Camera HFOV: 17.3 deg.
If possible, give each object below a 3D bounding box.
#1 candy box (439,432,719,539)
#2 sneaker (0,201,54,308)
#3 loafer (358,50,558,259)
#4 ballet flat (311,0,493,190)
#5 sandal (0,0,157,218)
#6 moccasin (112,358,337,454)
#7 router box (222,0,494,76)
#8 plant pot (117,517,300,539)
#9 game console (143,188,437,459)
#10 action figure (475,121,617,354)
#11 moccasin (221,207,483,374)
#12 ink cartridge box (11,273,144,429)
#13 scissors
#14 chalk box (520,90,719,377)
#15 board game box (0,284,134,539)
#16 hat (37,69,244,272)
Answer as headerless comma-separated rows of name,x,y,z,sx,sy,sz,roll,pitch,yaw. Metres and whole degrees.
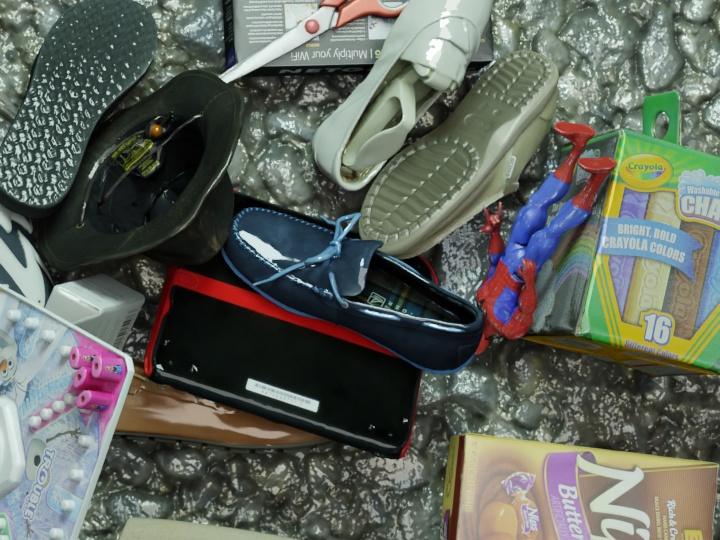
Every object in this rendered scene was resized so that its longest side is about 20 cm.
candy box,0.162,0.190,1.764,0.199,0.056,0.117,7,83,-12
sneaker,-0.271,0.017,1.627,0.079,0.199,0.130,-33,86,17
loafer,0.082,-0.075,1.755,0.200,0.068,0.076,-45,50,-14
ballet flat,0.038,-0.135,1.717,0.069,0.069,0.200,37,113,-6
sandal,-0.213,-0.120,1.706,0.075,0.048,0.201,31,59,-6
moccasin,-0.098,0.090,1.717,0.201,0.074,0.078,7,92,-1
router box,-0.004,-0.227,1.767,0.199,0.052,0.158,-2,86,-12
plant pot,-0.101,0.267,1.644,0.177,0.200,0.200,21,81,2
game console,-0.046,0.036,1.712,0.200,0.031,0.177,18,56,-9
action figure,0.120,-0.015,1.729,0.052,0.200,0.065,-2,42,-34
moccasin,0.000,0.000,1.690,0.200,0.068,0.081,23,55,-5
ink cartridge box,-0.229,0.106,1.604,0.043,0.174,0.200,27,101,11
scissors,-0.021,-0.180,1.726,0.073,0.014,0.200,44,79,-6
chalk box,0.213,-0.032,1.754,0.124,0.124,0.201,16,83,-15
board game box,-0.243,0.116,1.508,0.026,0.200,0.200,14,98,-47
hat,-0.138,-0.048,1.674,0.201,0.200,0.081,-46,122,-11
